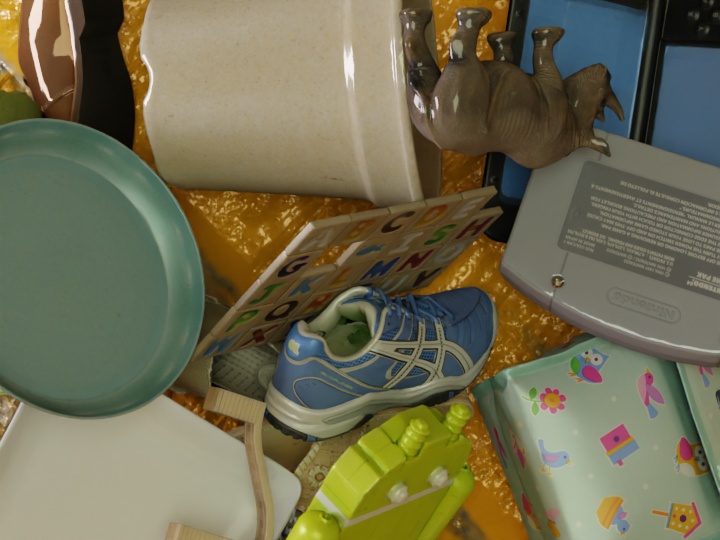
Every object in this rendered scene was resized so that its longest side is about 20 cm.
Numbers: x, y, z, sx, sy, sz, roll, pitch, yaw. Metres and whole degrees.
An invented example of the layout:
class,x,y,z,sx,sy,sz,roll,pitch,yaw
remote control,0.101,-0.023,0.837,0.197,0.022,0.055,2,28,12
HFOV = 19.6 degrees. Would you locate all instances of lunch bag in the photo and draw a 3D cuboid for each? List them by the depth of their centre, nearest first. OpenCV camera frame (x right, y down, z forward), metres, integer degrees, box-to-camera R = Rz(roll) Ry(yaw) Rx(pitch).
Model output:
class,x,y,z,sx,sy,sz,roll,pitch,yaw
lunch bag,0.201,0.117,1.436,0.198,0.122,0.172,-19,83,-12

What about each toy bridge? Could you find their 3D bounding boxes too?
class,x,y,z,sx,sy,sz,roll,pitch,yaw
toy bridge,-0.094,0.181,1.358,0.067,0.027,0.202,19,80,-21

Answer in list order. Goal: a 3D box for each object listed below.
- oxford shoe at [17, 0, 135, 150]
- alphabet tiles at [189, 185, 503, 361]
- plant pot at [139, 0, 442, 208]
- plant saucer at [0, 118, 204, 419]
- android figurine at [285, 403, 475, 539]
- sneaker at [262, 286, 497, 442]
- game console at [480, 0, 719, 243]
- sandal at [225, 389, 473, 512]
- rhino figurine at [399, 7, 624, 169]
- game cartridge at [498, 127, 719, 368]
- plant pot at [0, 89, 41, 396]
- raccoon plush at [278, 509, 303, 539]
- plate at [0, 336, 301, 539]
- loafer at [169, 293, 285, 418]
class,x,y,z,sx,sy,sz,roll,pitch,yaw
oxford shoe,-0.204,-0.127,1.458,0.071,0.071,0.202,-4,89,25
alphabet tiles,0.000,0.000,1.386,0.199,0.167,0.008,-12,66,-42
plant pot,-0.047,-0.128,1.404,0.181,0.200,0.203,-4,89,8
plant saucer,-0.191,0.001,1.338,0.199,0.027,0.202,15,64,-33
android figurine,0.009,0.166,1.398,0.041,0.181,0.201,45,121,23
sneaker,0.023,0.049,1.410,0.076,0.199,0.078,35,132,32
game console,0.194,-0.106,1.434,0.175,0.116,0.202,8,89,38
sandal,-0.015,0.137,1.431,0.210,0.078,0.070,-15,59,-11
rhino figurine,0.103,-0.111,1.332,0.199,0.059,0.088,7,82,-44
game cartridge,0.199,-0.012,1.386,0.198,0.041,0.134,19,70,8
plant pot,-0.289,-0.031,1.395,0.198,0.200,0.192,10,78,-2
raccoon plush,-0.134,0.236,1.456,0.133,0.097,0.201,21,59,11
plate,-0.164,0.176,1.361,0.199,0.032,0.201,33,75,-16
loafer,-0.110,0.051,1.447,0.198,0.067,0.077,19,85,-4
